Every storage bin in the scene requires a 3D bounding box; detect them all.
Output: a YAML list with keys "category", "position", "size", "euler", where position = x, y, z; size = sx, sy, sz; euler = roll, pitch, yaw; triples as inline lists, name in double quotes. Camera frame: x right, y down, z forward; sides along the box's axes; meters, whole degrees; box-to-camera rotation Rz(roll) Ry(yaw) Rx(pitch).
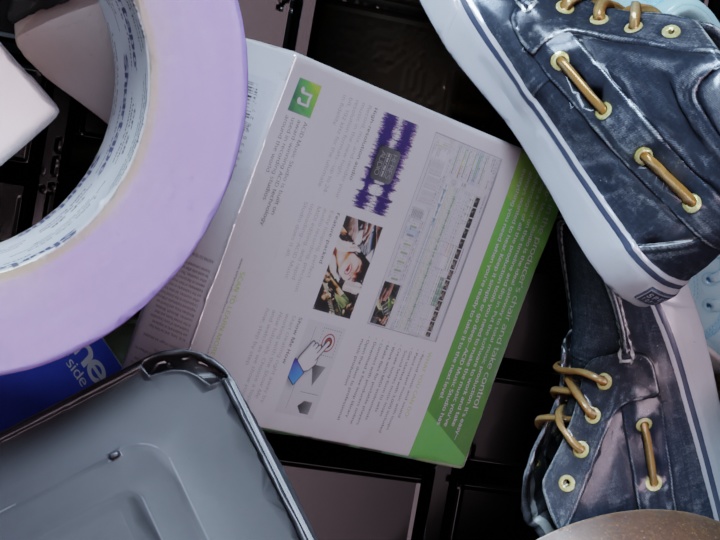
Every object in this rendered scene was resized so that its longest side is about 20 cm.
- category: "storage bin"
  position: [-0.106, 0.136, 0.726]
  size: [0.200, 0.094, 0.135]
  euler: [-27, 63, -4]

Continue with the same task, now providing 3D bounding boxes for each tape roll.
- category: "tape roll"
  position: [-0.144, -0.067, 0.713]
  size: [0.199, 0.085, 0.201]
  euler: [-2, 96, -16]

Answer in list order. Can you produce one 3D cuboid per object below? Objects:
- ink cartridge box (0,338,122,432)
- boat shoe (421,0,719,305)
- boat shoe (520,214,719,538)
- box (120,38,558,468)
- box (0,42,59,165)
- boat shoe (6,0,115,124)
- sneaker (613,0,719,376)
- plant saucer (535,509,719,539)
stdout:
- category: "ink cartridge box"
  position: [-0.112, 0.103, 0.851]
  size: [0.200, 0.044, 0.094]
  euler: [58, 38, -13]
- category: "boat shoe"
  position: [0.101, -0.091, 0.859]
  size: [0.091, 0.071, 0.201]
  euler: [-39, 75, 24]
- category: "boat shoe"
  position: [0.109, 0.061, 0.925]
  size: [0.091, 0.071, 0.201]
  euler: [-23, 102, -13]
- category: "box"
  position: [0.000, 0.000, 0.849]
  size: [0.200, 0.036, 0.145]
  euler: [18, 94, -50]
- category: "box"
  position: [-0.242, -0.055, 0.787]
  size: [0.200, 0.106, 0.152]
  euler: [-41, 104, -9]
- category: "boat shoe"
  position: [-0.064, -0.084, 0.858]
  size: [0.075, 0.093, 0.200]
  euler: [-17, 137, 23]
- category: "sneaker"
  position: [0.156, -0.034, 0.925]
  size: [0.074, 0.082, 0.200]
  euler: [-30, 103, -11]
- category: "plant saucer"
  position: [0.116, 0.202, 0.927]
  size: [0.200, 0.037, 0.201]
  euler: [-7, 115, -15]
